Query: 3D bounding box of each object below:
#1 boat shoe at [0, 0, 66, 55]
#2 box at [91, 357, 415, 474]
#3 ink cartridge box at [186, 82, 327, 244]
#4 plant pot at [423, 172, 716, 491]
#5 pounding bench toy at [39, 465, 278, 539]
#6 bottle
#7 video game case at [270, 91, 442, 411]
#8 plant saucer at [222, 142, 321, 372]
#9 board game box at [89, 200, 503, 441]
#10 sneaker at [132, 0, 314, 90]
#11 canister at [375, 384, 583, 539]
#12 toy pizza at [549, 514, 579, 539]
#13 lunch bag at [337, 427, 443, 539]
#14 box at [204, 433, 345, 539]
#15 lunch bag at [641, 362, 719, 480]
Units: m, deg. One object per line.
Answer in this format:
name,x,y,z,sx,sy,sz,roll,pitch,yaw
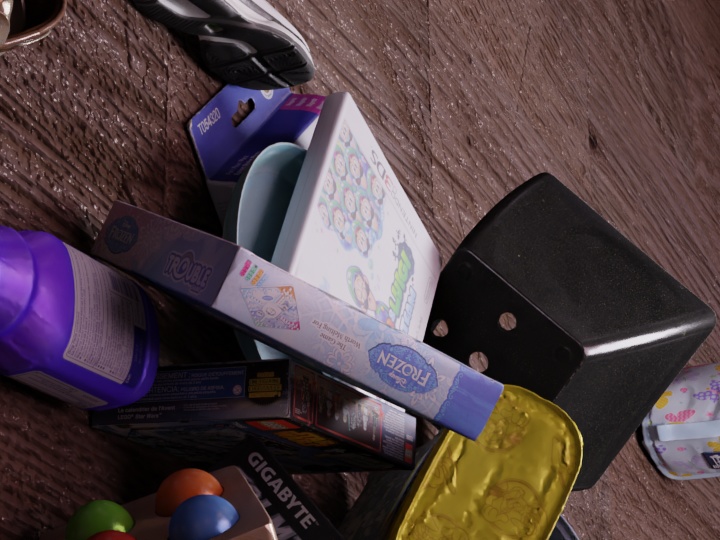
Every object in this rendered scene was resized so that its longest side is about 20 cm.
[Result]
boat shoe,-0.229,-0.150,1.188,0.200,0.072,0.076,-28,105,-68
box,-0.064,0.097,1.388,0.200,0.137,0.040,32,58,-63
ink cartridge box,-0.051,-0.055,1.631,0.196,0.043,0.200,-55,132,-61
plant pot,0.133,0.063,1.750,0.200,0.200,0.177,41,24,17
pounding bench toy,-0.108,0.193,1.247,0.200,0.124,0.156,-142,-146,-74
bottle,-0.186,0.021,1.220,0.200,0.065,0.084,34,48,-61
video game case,0.000,0.000,1.574,0.182,0.024,0.200,60,32,-36
plant saucer,-0.048,0.010,1.528,0.200,0.027,0.200,35,50,-57
board game box,-0.043,0.029,1.323,0.199,0.200,0.043,29,86,-28
sneaker,-0.092,-0.214,1.553,0.200,0.076,0.116,36,48,-55
canister,0.066,0.165,1.405,0.149,0.086,0.200,-62,179,-16
toy pizza,0.134,0.273,1.741,0.032,0.200,0.200,-5,83,-36
lunch bag,0.075,0.247,1.600,0.200,0.118,0.164,49,36,-10
box,-0.011,0.215,1.363,0.200,0.050,0.199,46,-10,21
lunch bag,0.429,0.177,2.543,0.200,0.169,0.127,-16,98,-72
